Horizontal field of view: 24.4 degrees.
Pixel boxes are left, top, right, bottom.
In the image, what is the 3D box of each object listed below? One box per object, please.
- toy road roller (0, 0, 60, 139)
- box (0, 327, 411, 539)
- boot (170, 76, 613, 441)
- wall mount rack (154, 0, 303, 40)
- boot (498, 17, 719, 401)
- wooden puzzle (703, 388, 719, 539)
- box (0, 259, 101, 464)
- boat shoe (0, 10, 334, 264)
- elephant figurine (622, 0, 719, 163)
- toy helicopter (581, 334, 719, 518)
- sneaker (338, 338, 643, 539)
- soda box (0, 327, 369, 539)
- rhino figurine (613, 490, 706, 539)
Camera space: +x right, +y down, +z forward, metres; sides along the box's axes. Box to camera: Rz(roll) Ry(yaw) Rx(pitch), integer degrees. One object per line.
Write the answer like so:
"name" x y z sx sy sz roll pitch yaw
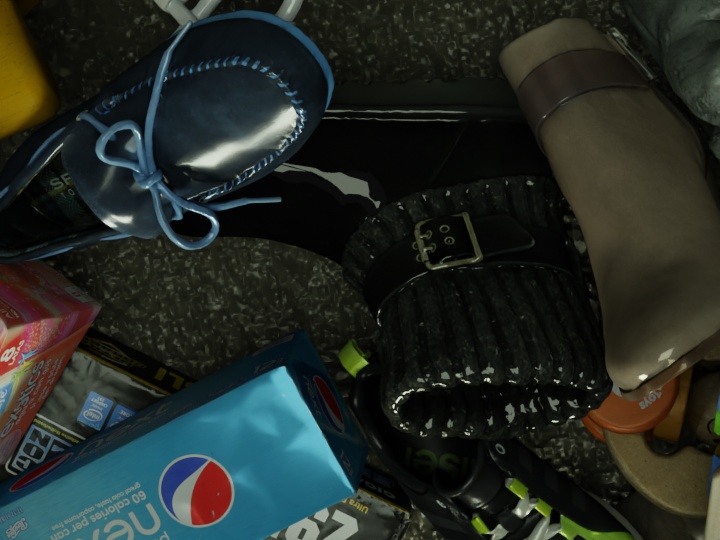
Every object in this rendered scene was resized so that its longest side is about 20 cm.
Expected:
"toy road roller" -0.188 -0.124 0.664 0.123 0.200 0.146 -22 85 -2
"box" -0.096 0.138 0.828 0.200 0.049 0.160 27 99 -3
"boot" 0.000 -0.001 0.742 0.210 0.079 0.158 -6 67 3
"wall mount rack" -0.052 -0.177 0.723 0.174 0.075 0.200 -47 60 14
"boot" 0.105 -0.034 0.684 0.070 0.200 0.146 -32 87 18
"wooden puzzle" 0.185 0.022 0.663 0.046 0.185 0.200 30 74 21
"box" -0.235 0.002 0.754 0.200 0.103 0.095 35 102 11
"boat shoe" -0.087 -0.039 0.686 0.084 0.069 0.200 46 139 -14
"elephant figurine" 0.228 -0.125 0.723 0.200 0.142 0.155 -33 113 14
"toy helicopter" 0.199 0.031 0.777 0.132 0.079 0.200 39 85 14
"sneaker" 0.059 0.111 0.772 0.200 0.083 0.072 43 100 14
"soda box" -0.100 0.106 0.760 0.200 0.064 0.068 -27 99 12
"rhino figurine" 0.165 0.142 0.810 0.200 0.060 0.088 -23 72 7
